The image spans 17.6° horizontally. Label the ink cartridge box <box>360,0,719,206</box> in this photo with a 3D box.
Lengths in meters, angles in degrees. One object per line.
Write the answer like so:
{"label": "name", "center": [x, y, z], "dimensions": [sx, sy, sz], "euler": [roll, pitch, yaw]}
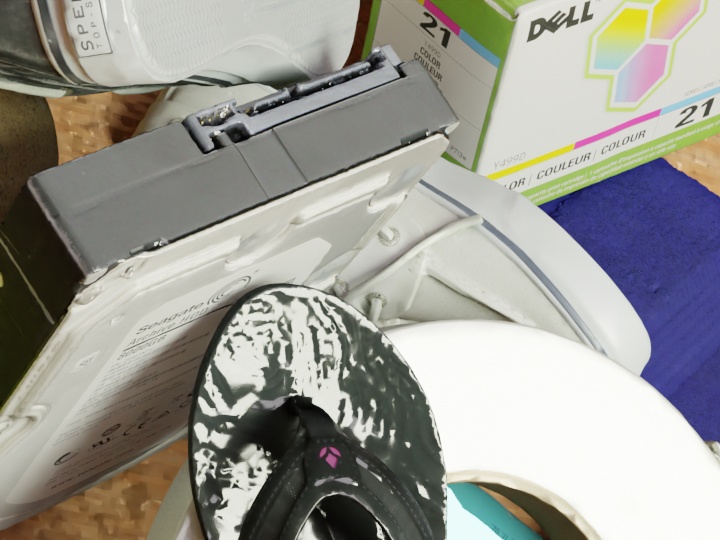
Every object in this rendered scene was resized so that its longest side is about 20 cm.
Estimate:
{"label": "ink cartridge box", "center": [0.087, -0.130, 0.852], "dimensions": [0.147, 0.200, 0.076], "euler": [-22, 52, -33]}

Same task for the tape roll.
{"label": "tape roll", "center": [0.029, 0.114, 0.712], "dimensions": [0.202, 0.037, 0.204], "euler": [1, 86, -18]}

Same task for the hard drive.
{"label": "hard drive", "center": [-0.068, 0.016, 0.701], "dimensions": [0.139, 0.200, 0.038], "euler": [-24, 73, -38]}

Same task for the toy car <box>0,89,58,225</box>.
{"label": "toy car", "center": [-0.148, -0.046, 0.732], "dimensions": [0.164, 0.158, 0.201], "euler": [18, 89, -42]}

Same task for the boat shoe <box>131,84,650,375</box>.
{"label": "boat shoe", "center": [-0.001, -0.003, 0.802], "dimensions": [0.202, 0.075, 0.086], "euler": [37, 67, 17]}

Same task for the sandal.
{"label": "sandal", "center": [-0.004, 0.103, 0.657], "dimensions": [0.075, 0.048, 0.201], "euler": [-4, 89, -18]}

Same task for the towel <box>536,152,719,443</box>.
{"label": "towel", "center": [0.134, 0.040, 0.872], "dimensions": [0.200, 0.050, 0.148], "euler": [35, 46, 19]}

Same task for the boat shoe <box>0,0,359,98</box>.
{"label": "boat shoe", "center": [-0.056, -0.086, 0.651], "dimensions": [0.200, 0.071, 0.072], "euler": [-17, 107, -70]}

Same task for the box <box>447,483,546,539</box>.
{"label": "box", "center": [-0.005, 0.164, 0.744], "dimensions": [0.082, 0.049, 0.200], "euler": [36, 77, -14]}
